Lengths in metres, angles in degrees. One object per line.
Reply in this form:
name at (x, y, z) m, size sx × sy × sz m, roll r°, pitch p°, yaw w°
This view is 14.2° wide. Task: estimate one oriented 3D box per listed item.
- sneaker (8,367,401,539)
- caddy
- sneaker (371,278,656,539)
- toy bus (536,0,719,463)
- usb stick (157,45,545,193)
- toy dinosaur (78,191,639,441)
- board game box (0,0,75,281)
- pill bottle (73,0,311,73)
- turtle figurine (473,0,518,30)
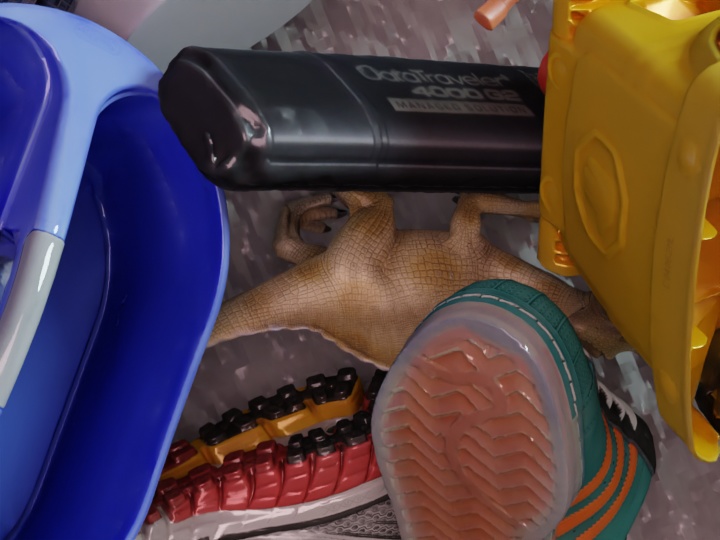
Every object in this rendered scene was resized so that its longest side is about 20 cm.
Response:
sneaker at (-0.061, 0.105, 0.978) m, size 0.199 × 0.078 × 0.082 m, roll -17°, pitch 112°, yaw -2°
caddy at (-0.123, 0.017, 0.885) m, size 0.141 × 0.105 × 0.201 m, roll 26°, pitch 74°, yaw -26°
sneaker at (0.054, 0.055, 0.932) m, size 0.071 × 0.200 × 0.080 m, roll 25°, pitch 59°, yaw 19°
toy bus at (0.149, -0.046, 0.907) m, size 0.199 × 0.192 × 0.136 m, roll -12°, pitch 120°, yaw -22°
usb stick at (0.017, -0.048, 0.945) m, size 0.055 × 0.200 × 0.033 m, roll 49°, pitch 122°, yaw 31°
toy dinosaur at (0.000, 0.000, 0.974) m, size 0.199 × 0.058 × 0.101 m, roll -5°, pitch 46°, yaw -7°
board game box at (-0.188, -0.049, 0.955) m, size 0.200 × 0.062 × 0.200 m, roll 36°, pitch 77°, yaw -23°
pill bottle at (-0.092, -0.168, 0.963) m, size 0.116 × 0.116 × 0.200 m, roll -32°, pitch 77°, yaw 0°
turtle figurine at (0.129, -0.148, 0.938) m, size 0.200 × 0.161 × 0.064 m, roll -23°, pitch 55°, yaw -12°
